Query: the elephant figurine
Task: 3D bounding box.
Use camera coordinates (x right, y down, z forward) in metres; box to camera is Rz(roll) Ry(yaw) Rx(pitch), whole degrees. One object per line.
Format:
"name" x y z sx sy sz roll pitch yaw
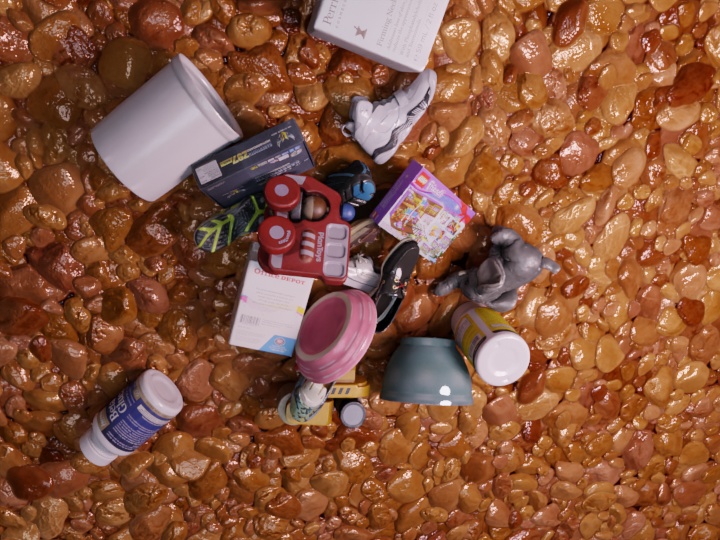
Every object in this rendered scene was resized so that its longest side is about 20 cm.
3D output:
"elephant figurine" 0.274 0.019 1.245 0.141 0.155 0.201 39 90 -10

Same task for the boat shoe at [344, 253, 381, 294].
"boat shoe" 0.000 0.000 1.217 0.199 0.072 0.066 24 102 -30

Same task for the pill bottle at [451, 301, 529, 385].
"pill bottle" 0.263 0.145 1.258 0.113 0.200 0.116 -3 110 -8

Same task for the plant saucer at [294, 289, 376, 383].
"plant saucer" -0.059 0.118 1.167 0.201 0.201 0.051 -45 124 7

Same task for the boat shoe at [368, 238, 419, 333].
"boat shoe" 0.067 0.032 1.195 0.073 0.063 0.203 16 111 -36

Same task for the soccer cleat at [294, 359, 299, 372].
"soccer cleat" -0.062 0.148 1.275 0.085 0.069 0.200 38 94 -15

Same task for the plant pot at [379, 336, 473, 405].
"plant pot" 0.142 0.211 1.280 0.198 0.200 0.136 4 82 -11

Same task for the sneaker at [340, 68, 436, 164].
"sneaker" 0.052 -0.310 1.129 0.114 0.075 0.201 30 105 -21

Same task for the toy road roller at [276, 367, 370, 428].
"toy road roller" -0.077 0.246 1.282 0.198 0.123 0.148 3 94 -11

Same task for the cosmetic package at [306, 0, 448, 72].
"cosmetic package" 0.029 -0.455 1.027 0.198 0.167 0.169 17 106 -14

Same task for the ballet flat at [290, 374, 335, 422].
"ballet flat" -0.077 0.209 1.194 0.074 0.074 0.201 33 77 -19

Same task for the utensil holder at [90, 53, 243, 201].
"utensil holder" -0.333 -0.242 1.037 0.199 0.170 0.170 -35 111 5

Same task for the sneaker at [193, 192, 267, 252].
"sneaker" -0.232 -0.103 1.158 0.198 0.076 0.076 -24 111 -21

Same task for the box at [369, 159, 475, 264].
"box" 0.127 -0.111 1.190 0.137 0.039 0.199 -51 134 9

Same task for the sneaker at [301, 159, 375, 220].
"sneaker" -0.059 -0.139 1.178 0.199 0.082 0.073 -28 137 18

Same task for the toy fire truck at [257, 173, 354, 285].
"toy fire truck" -0.096 -0.076 1.079 0.166 0.112 0.202 7 65 -6

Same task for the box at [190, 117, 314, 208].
"box" -0.187 -0.188 1.087 0.198 0.158 0.051 -25 84 -1

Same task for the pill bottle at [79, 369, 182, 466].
"pill bottle" -0.474 0.306 1.233 0.200 0.111 0.111 -41 111 5

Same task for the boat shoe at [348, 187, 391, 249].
"boat shoe" 0.006 -0.089 1.210 0.199 0.072 0.072 -36 135 1

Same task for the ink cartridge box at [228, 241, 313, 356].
"ink cartridge box" -0.174 0.043 1.186 0.127 0.125 0.202 14 106 -14
